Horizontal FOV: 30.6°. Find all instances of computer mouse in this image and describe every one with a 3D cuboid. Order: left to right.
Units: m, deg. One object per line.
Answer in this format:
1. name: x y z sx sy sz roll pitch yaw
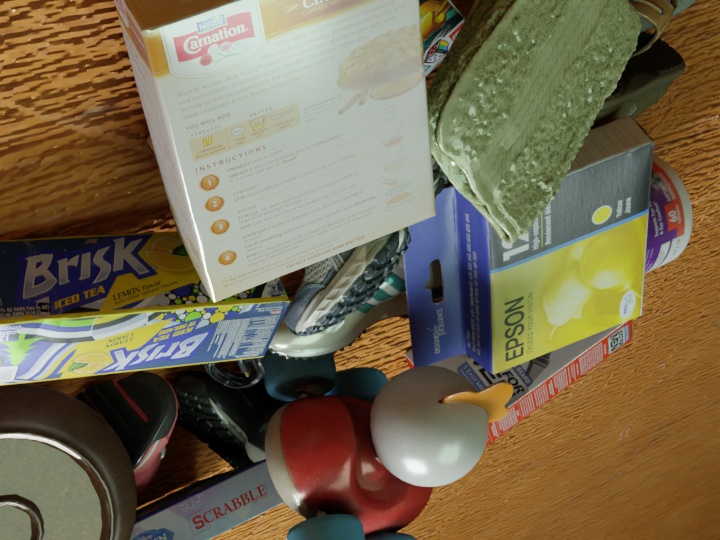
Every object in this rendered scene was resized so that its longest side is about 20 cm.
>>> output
1. computer mouse: -0.102 0.027 0.980 0.059 0.034 0.200 -20 145 -12

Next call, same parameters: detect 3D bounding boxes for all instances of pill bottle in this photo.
1. pill bottle: 0.191 -0.030 1.179 0.200 0.111 0.112 -21 149 -30

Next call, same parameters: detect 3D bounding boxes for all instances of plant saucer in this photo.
1. plant saucer: -0.252 0.178 0.921 0.200 0.034 0.201 -6 107 -20

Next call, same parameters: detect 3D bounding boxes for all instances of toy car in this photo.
1. toy car: 0.043 0.138 1.063 0.200 0.185 0.177 -23 151 24

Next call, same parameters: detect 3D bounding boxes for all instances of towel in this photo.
1. towel: 0.118 -0.132 0.894 0.148 0.036 0.200 43 73 -43

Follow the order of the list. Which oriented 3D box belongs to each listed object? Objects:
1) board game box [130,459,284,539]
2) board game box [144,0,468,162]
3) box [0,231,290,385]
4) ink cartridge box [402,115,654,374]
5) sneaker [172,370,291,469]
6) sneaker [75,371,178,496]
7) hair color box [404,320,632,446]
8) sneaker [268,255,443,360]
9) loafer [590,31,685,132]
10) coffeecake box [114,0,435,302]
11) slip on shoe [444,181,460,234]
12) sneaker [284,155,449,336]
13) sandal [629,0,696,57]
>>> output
1. board game box: -0.187 0.226 1.108 0.200 0.041 0.199 -22 176 -28
2. board game box: -0.029 -0.121 0.849 0.200 0.035 0.126 -43 152 10
3. box: -0.153 0.021 0.844 0.200 0.070 0.064 -4 139 -30
4. ink cartridge box: 0.134 -0.006 1.044 0.200 0.047 0.198 -23 138 -13
5. sneaker: -0.097 0.116 1.129 0.088 0.076 0.200 -63 150 -19
6. sneaker: -0.188 0.137 1.042 0.087 0.074 0.200 -20 157 -49
7. hair color box: 0.158 0.075 1.306 0.200 0.111 0.064 -35 154 -7
8. sneaker: 0.001 0.000 1.063 0.199 0.070 0.094 -18 125 -24
9. loafer: 0.180 -0.135 1.040 0.200 0.076 0.068 -17 141 -35
10. coffeecake box: -0.044 -0.098 0.759 0.153 0.073 0.200 -22 137 -13
11. slip on shoe: 0.130 -0.081 1.082 0.200 0.061 0.076 -23 131 -34
12. sneaker: -0.004 -0.044 0.944 0.200 0.086 0.078 -57 165 16
13. sandal: 0.195 -0.191 0.992 0.200 0.055 0.082 -21 149 -30
